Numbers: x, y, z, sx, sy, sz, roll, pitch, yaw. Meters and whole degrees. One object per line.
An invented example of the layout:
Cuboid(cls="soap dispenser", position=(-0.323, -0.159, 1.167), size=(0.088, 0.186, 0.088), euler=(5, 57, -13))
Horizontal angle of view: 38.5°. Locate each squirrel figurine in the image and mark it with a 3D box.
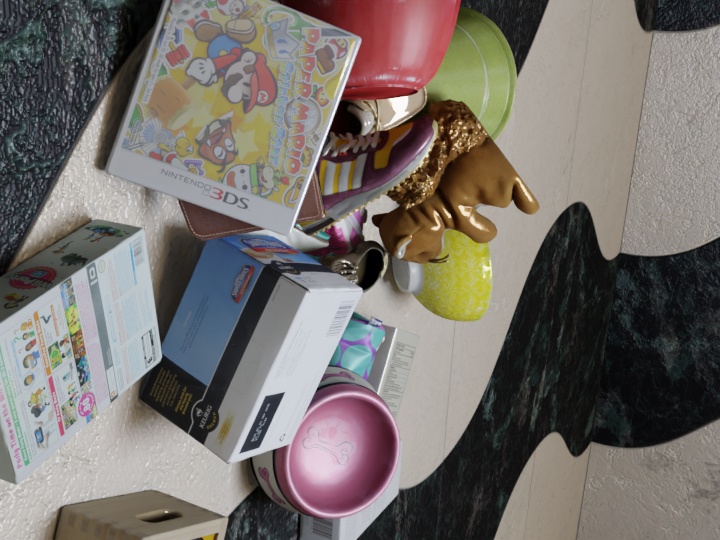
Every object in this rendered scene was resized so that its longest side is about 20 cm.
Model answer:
Cuboid(cls="squirrel figurine", position=(0.088, -0.102, 1.268), size=(0.187, 0.142, 0.200), euler=(-36, 133, 9))

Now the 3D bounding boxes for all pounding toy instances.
Cuboid(cls="pounding toy", position=(-0.226, 0.337, 1.021), size=(0.200, 0.142, 0.185), euler=(12, 91, -66))

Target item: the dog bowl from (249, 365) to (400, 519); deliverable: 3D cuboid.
Cuboid(cls="dog bowl", position=(-0.037, 0.227, 1.326), size=(0.200, 0.074, 0.201), euler=(-4, 99, -27))

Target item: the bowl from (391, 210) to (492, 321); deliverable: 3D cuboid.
Cuboid(cls="bowl", position=(0.110, -0.014, 1.564), size=(0.107, 0.200, 0.201), euler=(-9, 119, -17))

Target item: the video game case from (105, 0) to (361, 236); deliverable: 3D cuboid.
Cuboid(cls="video game case", position=(-0.117, -0.154, 0.954), size=(0.023, 0.182, 0.200), euler=(-139, -111, -74))

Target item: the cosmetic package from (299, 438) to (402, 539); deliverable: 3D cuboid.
Cuboid(cls="cosmetic package", position=(-0.012, 0.330, 1.554), size=(0.200, 0.071, 0.102), euler=(-30, 129, -57))

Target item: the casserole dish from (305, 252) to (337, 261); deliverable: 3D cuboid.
Cuboid(cls="casserole dish", position=(-0.093, 0.058, 1.228), size=(0.200, 0.039, 0.121), euler=(-59, 168, -2))

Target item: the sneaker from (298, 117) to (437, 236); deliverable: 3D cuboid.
Cuboid(cls="sneaker", position=(-0.012, -0.118, 1.107), size=(0.090, 0.200, 0.075), euler=(49, 25, -17))

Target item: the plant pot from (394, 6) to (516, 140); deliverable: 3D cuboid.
Cuboid(cls="plant pot", position=(0.065, -0.236, 1.325), size=(0.190, 0.200, 0.200), euler=(-17, 118, -48))

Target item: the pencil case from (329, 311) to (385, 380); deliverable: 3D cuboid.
Cuboid(cls="pencil case", position=(-0.027, 0.155, 1.411), size=(0.085, 0.092, 0.200), euler=(9, -97, 70))

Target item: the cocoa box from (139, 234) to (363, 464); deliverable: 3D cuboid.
Cuboid(cls="cocoa box", position=(-0.115, 0.076, 1.087), size=(0.133, 0.131, 0.200), euler=(0, 118, -64))

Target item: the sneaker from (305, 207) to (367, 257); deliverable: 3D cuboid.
Cuboid(cls="sneaker", position=(-0.025, -0.054, 1.317), size=(0.088, 0.081, 0.200), euler=(-55, 149, -35))

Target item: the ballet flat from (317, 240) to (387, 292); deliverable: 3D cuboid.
Cuboid(cls="ballet flat", position=(0.000, 0.000, 1.240), size=(0.200, 0.046, 0.068), euler=(-11, 104, -70))

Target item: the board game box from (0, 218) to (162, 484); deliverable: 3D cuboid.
Cuboid(cls="board game box", position=(-0.263, 0.063, 0.896), size=(0.200, 0.064, 0.148), euler=(-45, 140, -51))

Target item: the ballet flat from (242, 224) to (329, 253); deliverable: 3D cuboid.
Cuboid(cls="ballet flat", position=(-0.108, -0.046, 1.183), size=(0.200, 0.069, 0.070), euler=(26, 79, -61))

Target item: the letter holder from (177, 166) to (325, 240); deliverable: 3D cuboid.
Cuboid(cls="letter holder", position=(-0.122, -0.143, 1.028), size=(0.101, 0.142, 0.200), euler=(-106, -175, -78))

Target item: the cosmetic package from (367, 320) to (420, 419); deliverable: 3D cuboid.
Cuboid(cls="cosmetic package", position=(0.007, 0.174, 1.495), size=(0.103, 0.087, 0.200), euler=(27, 79, -63))

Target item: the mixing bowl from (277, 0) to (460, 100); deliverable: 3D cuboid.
Cuboid(cls="mixing bowl", position=(0.011, -0.241, 1.092), size=(0.200, 0.200, 0.109), euler=(-3, 92, -64))

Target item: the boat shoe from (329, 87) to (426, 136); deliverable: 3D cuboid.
Cuboid(cls="boat shoe", position=(-0.008, -0.172, 1.177), size=(0.200, 0.069, 0.074), euler=(-21, 117, -12))
